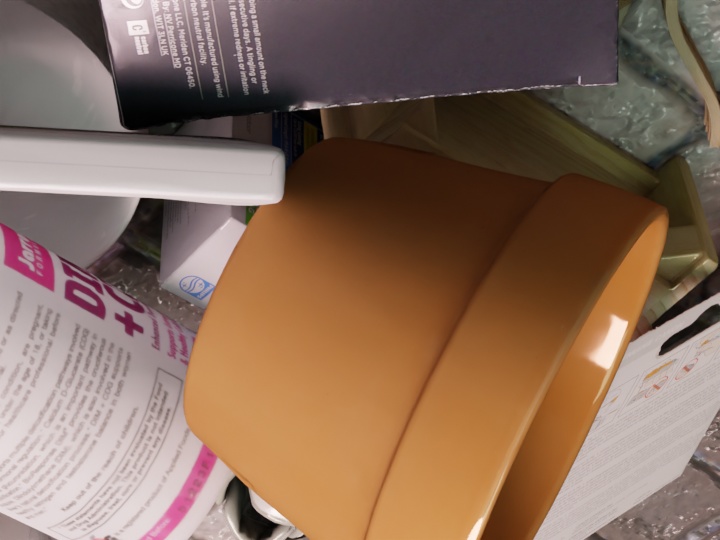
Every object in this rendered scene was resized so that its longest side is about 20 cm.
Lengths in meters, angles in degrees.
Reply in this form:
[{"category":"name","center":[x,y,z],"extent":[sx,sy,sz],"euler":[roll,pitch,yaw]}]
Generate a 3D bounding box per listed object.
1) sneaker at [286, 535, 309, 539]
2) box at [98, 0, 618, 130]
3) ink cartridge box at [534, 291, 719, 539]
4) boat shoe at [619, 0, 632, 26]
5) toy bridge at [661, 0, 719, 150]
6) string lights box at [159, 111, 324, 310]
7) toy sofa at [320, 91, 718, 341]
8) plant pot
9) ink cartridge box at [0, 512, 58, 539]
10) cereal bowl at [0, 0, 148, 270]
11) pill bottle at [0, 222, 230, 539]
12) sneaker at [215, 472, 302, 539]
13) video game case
[{"category":"sneaker","center":[-0.048,0.235,1.204],"extent":[0.075,0.077,0.201],"euler":[13,129,-13]},{"category":"box","center":[-0.004,-0.161,0.741],"extent":[0.181,0.201,0.105],"euler":[-5,133,1]},{"category":"ink cartridge box","center":[0.132,0.064,1.004],"extent":[0.160,0.050,0.201],"euler":[-26,148,-35]},{"category":"boat shoe","center":[0.036,-0.124,0.841],"extent":[0.199,0.074,0.063],"euler":[-4,145,-40]},{"category":"toy bridge","center":[0.170,-0.138,0.892],"extent":[0.067,0.027,0.201],"euler":[-1,134,-1]},{"category":"string lights box","center":[0.000,0.000,0.962],"extent":[0.199,0.103,0.059],"euler":[29,128,-28]},{"category":"toy sofa","center":[0.066,-0.040,0.941],"extent":[0.199,0.083,0.098],"euler":[28,123,-28]},{"category":"plant pot","center":[0.021,0.036,0.804],"extent":[0.139,0.200,0.201],"euler":[26,134,13]},{"category":"ink cartridge box","center":[-0.167,0.133,1.014],"extent":[0.082,0.201,0.147],"euler":[-11,133,12]},{"category":"cereal bowl","center":[-0.193,-0.080,0.887],"extent":[0.198,0.084,0.201],"euler":[-2,135,-2]},{"category":"pill bottle","center":[-0.158,0.044,0.873],"extent":[0.199,0.114,0.113],"euler":[31,125,-30]},{"category":"sneaker","center":[-0.047,0.091,0.978],"extent":[0.074,0.089,0.200],"euler":[23,171,-4]},{"category":"video game case","center":[-0.134,-0.044,0.764],"extent":[0.198,0.182,0.024],"euler":[2,94,-7]}]
